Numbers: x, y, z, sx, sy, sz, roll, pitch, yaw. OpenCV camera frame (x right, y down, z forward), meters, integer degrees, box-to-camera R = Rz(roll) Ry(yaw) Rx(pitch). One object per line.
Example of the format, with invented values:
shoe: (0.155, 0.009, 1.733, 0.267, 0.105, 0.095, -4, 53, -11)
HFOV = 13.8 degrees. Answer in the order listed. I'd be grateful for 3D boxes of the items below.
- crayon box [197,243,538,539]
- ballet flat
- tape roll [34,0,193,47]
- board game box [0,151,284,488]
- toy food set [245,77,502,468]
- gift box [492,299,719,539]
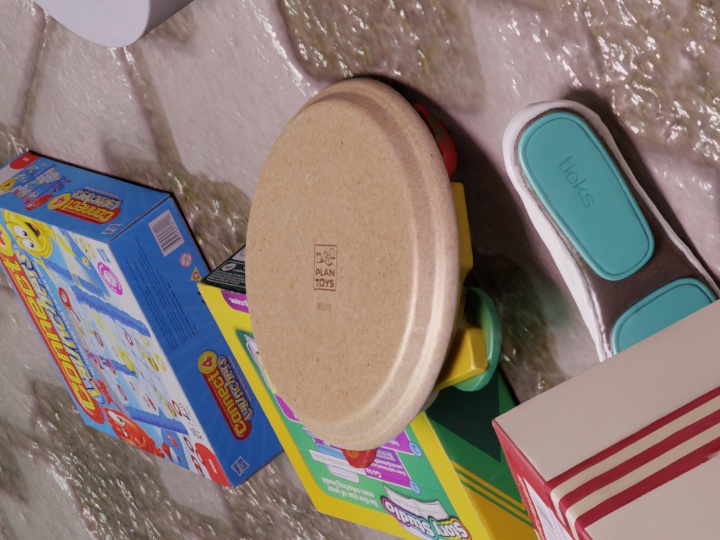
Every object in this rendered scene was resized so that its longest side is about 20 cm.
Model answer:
crayon box: (0.012, 0.073, 1.705, 0.200, 0.058, 0.173, 11, 135, 56)
ballet flat: (0.127, 0.007, 1.402, 0.200, 0.069, 0.069, 61, 156, -8)
tape roll: (-0.154, -0.220, 1.588, 0.200, 0.066, 0.201, 41, 154, 25)
board game box: (-0.154, 0.030, 1.957, 0.196, 0.056, 0.200, 16, 138, 54)
toy food set: (0.000, 0.000, 1.550, 0.200, 0.049, 0.199, -24, 69, 55)
gift box: (0.180, 0.103, 1.280, 0.200, 0.186, 0.185, 55, 170, 53)
